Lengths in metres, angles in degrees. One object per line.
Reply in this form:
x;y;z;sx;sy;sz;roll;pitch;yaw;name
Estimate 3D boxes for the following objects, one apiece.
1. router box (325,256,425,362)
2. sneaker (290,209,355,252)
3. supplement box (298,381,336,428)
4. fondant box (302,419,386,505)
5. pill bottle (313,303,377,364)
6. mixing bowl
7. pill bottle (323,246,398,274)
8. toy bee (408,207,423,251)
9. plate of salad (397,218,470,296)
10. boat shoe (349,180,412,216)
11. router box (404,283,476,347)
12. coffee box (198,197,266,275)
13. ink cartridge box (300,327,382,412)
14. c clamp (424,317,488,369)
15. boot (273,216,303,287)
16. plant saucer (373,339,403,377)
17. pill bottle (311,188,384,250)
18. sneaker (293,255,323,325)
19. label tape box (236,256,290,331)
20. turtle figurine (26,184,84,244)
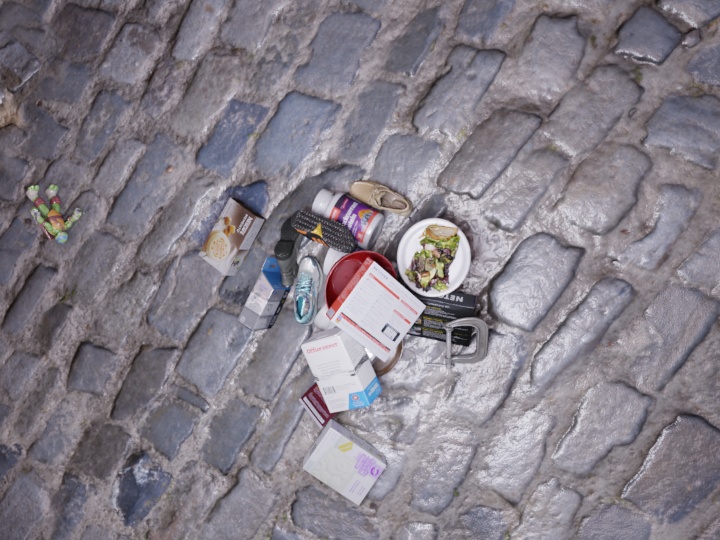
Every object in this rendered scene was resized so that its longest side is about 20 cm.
0.041;0.101;1.377;0.199;0.049;0.181;39;89;-25;router box
-0.098;-0.105;1.536;0.196;0.090;0.072;25;83;9;sneaker
-0.074;0.343;1.574;0.109;0.061;0.200;48;111;10;supplement box
-0.045;0.541;1.550;0.198;0.058;0.146;35;96;-9;fondant box
-0.029;0.177;1.525;0.199;0.116;0.117;41;98;12;pill bottle
-0.013;0.037;1.425;0.194;0.108;0.207;-5;106;-19;mixing bowl
0.000;0.000;1.553;0.195;0.116;0.119;22;94;13;pill bottle
0.189;-0.055;1.510;0.106;0.130;0.206;9;100;-29;toy bee
0.188;-0.035;1.429;0.194;0.048;0.207;-1;86;15;plate of salad
0.055;-0.214;1.571;0.195;0.064;0.073;19;93;13;boat shoe
0.209;0.122;1.487;0.194;0.052;0.152;10;132;13;router box
-0.388;-0.101;1.670;0.113;0.080;0.203;34;97;12;coffee box
-0.050;0.257;1.446;0.143;0.084;0.205;-18;99;36;ink cartridge box
0.260;0.199;1.474;0.165;0.027;0.204;4;130;5;c clamp
-0.202;-0.058;1.618;0.066;0.203;0.133;8;135;12;boot
0.030;0.206;1.584;0.194;0.032;0.207;-1;88;14;plant saucer
-0.038;-0.152;1.568;0.196;0.111;0.114;29;95;13;pill bottle
-0.156;0.059;1.605;0.075;0.086;0.207;1;89;13;sneaker
-0.265;0.070;1.602;0.062;0.144;0.204;27;95;13;label tape box
-0.999;-0.206;1.796;0.142;0.201;0.196;-29;75;-23;turtle figurine
